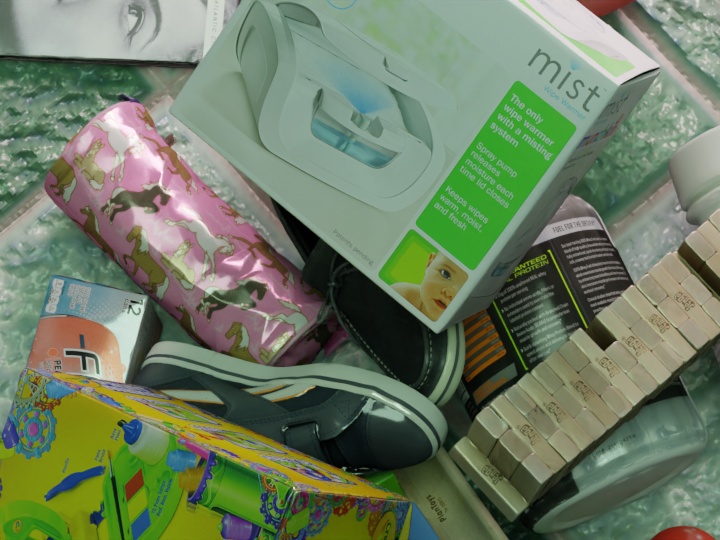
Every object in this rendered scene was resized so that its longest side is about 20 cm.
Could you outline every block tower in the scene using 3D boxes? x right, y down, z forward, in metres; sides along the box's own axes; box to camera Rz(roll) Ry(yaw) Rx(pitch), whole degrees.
[{"bbox_3d":[0.142,0.051,1.555,0.200,0.058,0.054,-40,79,-18],"label":"block tower"}]

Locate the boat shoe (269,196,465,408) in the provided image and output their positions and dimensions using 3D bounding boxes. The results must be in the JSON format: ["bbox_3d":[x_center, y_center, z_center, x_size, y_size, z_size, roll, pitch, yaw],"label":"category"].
[{"bbox_3d":[0.000,0.000,1.632,0.062,0.075,0.200,1,48,-37],"label":"boat shoe"}]

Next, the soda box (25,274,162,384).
[{"bbox_3d":[-0.174,0.108,1.671,0.063,0.068,0.201,11,75,8],"label":"soda box"}]

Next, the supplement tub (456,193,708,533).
[{"bbox_3d":[0.109,0.041,1.650,0.122,0.123,0.201,-24,75,-4],"label":"supplement tub"}]

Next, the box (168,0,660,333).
[{"bbox_3d":[0.031,-0.100,1.549,0.200,0.097,0.177,40,111,10],"label":"box"}]

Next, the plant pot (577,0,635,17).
[{"bbox_3d":[0.084,-0.219,1.697,0.177,0.200,0.201,-14,74,-12],"label":"plant pot"}]

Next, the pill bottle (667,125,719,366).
[{"bbox_3d":[0.255,0.013,1.654,0.114,0.114,0.201,-19,75,-2],"label":"pill bottle"}]

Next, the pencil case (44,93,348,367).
[{"bbox_3d":[-0.098,-0.013,1.694,0.086,0.083,0.200,-41,76,-18],"label":"pencil case"}]

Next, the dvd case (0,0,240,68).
[{"bbox_3d":[-0.172,-0.203,1.784,0.199,0.016,0.149,3,75,3],"label":"dvd case"}]

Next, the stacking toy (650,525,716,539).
[{"bbox_3d":[0.119,0.196,1.632,0.199,0.085,0.086,-19,75,-7],"label":"stacking toy"}]

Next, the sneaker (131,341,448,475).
[{"bbox_3d":[-0.049,0.098,1.614,0.199,0.079,0.080,6,53,30],"label":"sneaker"}]

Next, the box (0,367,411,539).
[{"bbox_3d":[-0.108,0.180,1.508,0.192,0.122,0.201,22,95,32],"label":"box"}]

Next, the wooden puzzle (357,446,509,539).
[{"bbox_3d":[-0.025,0.170,1.613,0.200,0.046,0.185,-32,40,-4],"label":"wooden puzzle"}]
